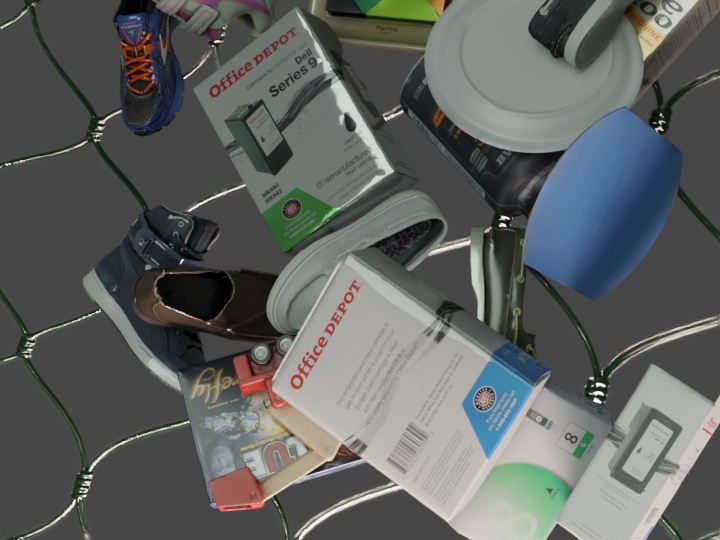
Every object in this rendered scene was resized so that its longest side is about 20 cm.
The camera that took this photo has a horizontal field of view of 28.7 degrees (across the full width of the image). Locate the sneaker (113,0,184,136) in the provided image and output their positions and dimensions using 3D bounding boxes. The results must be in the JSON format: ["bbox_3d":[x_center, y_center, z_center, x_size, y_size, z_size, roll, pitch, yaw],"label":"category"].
[{"bbox_3d":[-0.235,-0.243,1.505,0.074,0.078,0.203,-5,79,19],"label":"sneaker"}]

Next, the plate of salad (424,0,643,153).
[{"bbox_3d":[0.157,-0.185,1.278,0.197,0.048,0.203,-2,60,3],"label":"plate of salad"}]

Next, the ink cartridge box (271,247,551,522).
[{"bbox_3d":[0.044,0.095,1.235,0.199,0.086,0.148,35,106,14],"label":"ink cartridge box"}]

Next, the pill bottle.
[{"bbox_3d":[0.136,-0.125,1.337,0.106,0.106,0.200,-44,70,8],"label":"pill bottle"}]

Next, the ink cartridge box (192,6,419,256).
[{"bbox_3d":[-0.056,-0.136,1.409,0.145,0.084,0.202,-35,76,16],"label":"ink cartridge box"}]

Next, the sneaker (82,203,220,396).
[{"bbox_3d":[-0.181,0.025,1.441,0.146,0.077,0.203,-46,70,8],"label":"sneaker"}]

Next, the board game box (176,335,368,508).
[{"bbox_3d":[-0.067,0.137,1.370,0.197,0.035,0.137,-16,76,-3],"label":"board game box"}]

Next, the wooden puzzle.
[{"bbox_3d":[0.037,-0.325,1.443,0.182,0.037,0.203,9,84,21],"label":"wooden puzzle"}]

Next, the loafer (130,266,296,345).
[{"bbox_3d":[-0.124,0.035,1.383,0.197,0.071,0.074,3,83,-15],"label":"loafer"}]

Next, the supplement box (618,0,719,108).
[{"bbox_3d":[0.245,-0.242,1.335,0.126,0.073,0.200,44,96,20],"label":"supplement box"}]

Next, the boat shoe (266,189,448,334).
[{"bbox_3d":[0.000,0.000,1.361,0.198,0.073,0.069,-31,27,-8],"label":"boat shoe"}]

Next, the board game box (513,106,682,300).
[{"bbox_3d":[0.208,-0.065,1.261,0.039,0.199,0.159,37,99,40],"label":"board game box"}]

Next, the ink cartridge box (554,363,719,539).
[{"bbox_3d":[0.259,0.154,1.240,0.067,0.116,0.201,33,92,20],"label":"ink cartridge box"}]

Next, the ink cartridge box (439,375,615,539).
[{"bbox_3d":[0.107,0.153,1.277,0.198,0.050,0.162,29,106,-4],"label":"ink cartridge box"}]

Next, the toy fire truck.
[{"bbox_3d":[-0.058,0.134,1.327,0.197,0.049,0.143,-17,76,-4],"label":"toy fire truck"}]

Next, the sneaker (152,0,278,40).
[{"bbox_3d":[-0.169,-0.285,1.453,0.197,0.081,0.090,2,90,-16],"label":"sneaker"}]

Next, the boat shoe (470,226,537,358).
[{"bbox_3d":[0.136,0.060,1.323,0.059,0.072,0.205,-3,88,6],"label":"boat shoe"}]

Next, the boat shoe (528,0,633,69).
[{"bbox_3d":[0.227,-0.269,1.249,0.060,0.076,0.200,35,69,22],"label":"boat shoe"}]
